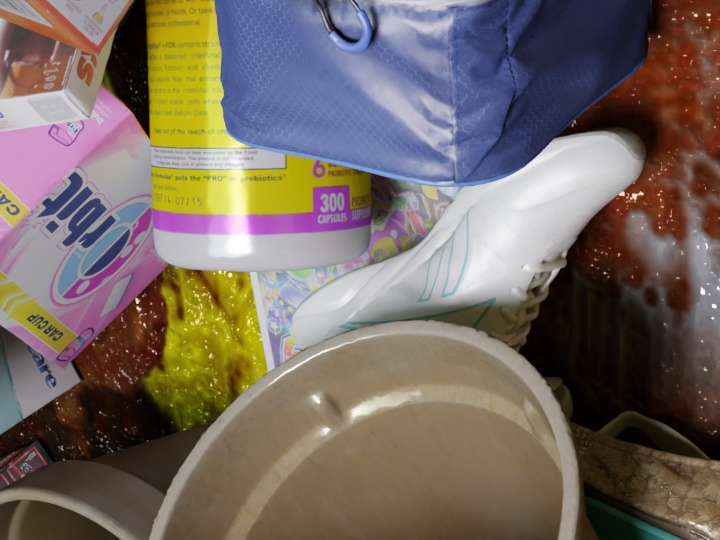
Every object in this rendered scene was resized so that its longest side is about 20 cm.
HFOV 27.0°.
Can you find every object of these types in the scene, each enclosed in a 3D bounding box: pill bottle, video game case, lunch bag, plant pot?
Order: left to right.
[{"bbox_3d":[-0.093,0.169,0.837,0.200,0.173,0.200,16,121,29],"label":"plant pot"},{"bbox_3d":[-0.048,-0.104,0.699,0.104,0.104,0.200,4,100,35],"label":"pill bottle"},{"bbox_3d":[0.000,0.000,0.787,0.143,0.018,0.200,6,116,34],"label":"video game case"},{"bbox_3d":[0.027,-0.128,0.579,0.136,0.200,0.133,14,123,27],"label":"lunch bag"},{"bbox_3d":[0.038,0.154,0.651,0.200,0.201,0.184,0,146,37],"label":"plant pot"}]

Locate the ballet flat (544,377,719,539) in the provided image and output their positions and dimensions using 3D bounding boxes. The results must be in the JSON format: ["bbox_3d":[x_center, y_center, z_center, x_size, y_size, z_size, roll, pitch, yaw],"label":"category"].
[{"bbox_3d":[0.103,0.091,0.727,0.200,0.065,0.071,23,148,25],"label":"ballet flat"}]

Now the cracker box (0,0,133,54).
[{"bbox_3d":[-0.117,-0.204,0.651,0.134,0.200,0.058,24,167,37],"label":"cracker box"}]

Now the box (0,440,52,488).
[{"bbox_3d":[-0.302,0.196,0.989,0.137,0.200,0.040,-26,102,42],"label":"box"}]

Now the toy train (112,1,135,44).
[{"bbox_3d":[-0.204,-0.151,0.803,0.200,0.114,0.087,15,162,42],"label":"toy train"}]

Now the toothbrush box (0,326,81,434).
[{"bbox_3d":[-0.300,0.092,0.935,0.146,0.200,0.085,-20,102,40],"label":"toothbrush box"}]

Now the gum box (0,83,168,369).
[{"bbox_3d":[-0.155,-0.027,0.767,0.066,0.114,0.200,42,172,14],"label":"gum box"}]

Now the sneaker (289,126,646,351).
[{"bbox_3d":[0.058,0.008,0.691,0.200,0.070,0.080,-38,68,30],"label":"sneaker"}]

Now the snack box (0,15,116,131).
[{"bbox_3d":[-0.134,-0.153,0.688,0.072,0.200,0.024,-5,149,26],"label":"snack box"}]
